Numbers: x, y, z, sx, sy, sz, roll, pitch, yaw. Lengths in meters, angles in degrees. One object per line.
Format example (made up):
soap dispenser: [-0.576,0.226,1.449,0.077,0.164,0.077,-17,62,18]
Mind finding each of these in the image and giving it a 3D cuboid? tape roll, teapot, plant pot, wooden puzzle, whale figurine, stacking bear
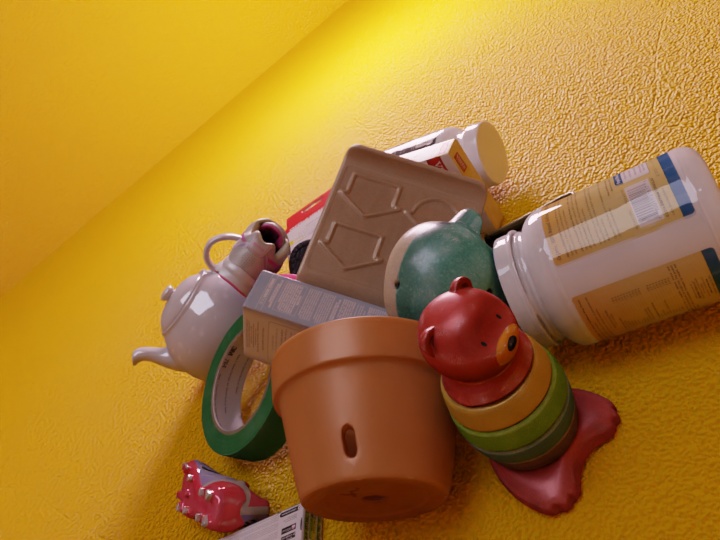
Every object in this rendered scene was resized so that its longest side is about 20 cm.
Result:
tape roll: [-0.140,0.149,0.872,0.200,0.048,0.201,-30,48,39]
teapot: [-0.245,0.066,1.040,0.197,0.146,0.200,-34,26,48]
plant pot: [0.010,0.156,0.637,0.200,0.200,0.140,-24,50,26]
wooden puzzle: [0.040,-0.037,0.793,0.046,0.185,0.200,88,-159,-72]
whale figurine: [0.120,0.016,0.691,0.104,0.200,0.159,13,99,50]
stacking bear: [0.119,0.094,0.558,0.114,0.200,0.121,12,57,51]

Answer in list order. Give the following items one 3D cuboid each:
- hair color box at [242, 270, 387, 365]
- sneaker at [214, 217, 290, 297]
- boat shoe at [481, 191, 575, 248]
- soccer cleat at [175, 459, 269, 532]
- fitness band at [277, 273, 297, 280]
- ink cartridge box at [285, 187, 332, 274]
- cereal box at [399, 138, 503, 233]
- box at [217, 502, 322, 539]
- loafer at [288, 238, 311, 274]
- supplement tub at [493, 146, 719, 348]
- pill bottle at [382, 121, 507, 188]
hair color box: [-0.032,0.080,0.755,0.200,0.099,0.061,18,48,6]
sneaker: [-0.136,-0.031,0.943,0.088,0.081,0.200,-47,11,14]
boat shoe: [0.175,-0.035,0.800,0.200,0.063,0.073,-18,25,23]
soccer cleat: [-0.176,0.277,0.805,0.200,0.076,0.067,-15,64,63]
fitness band: [-0.056,0.055,0.871,0.037,0.144,0.200,-57,22,-17]
ink cartridge box: [-0.050,-0.046,1.007,0.116,0.067,0.200,-33,28,10]
cereal box: [0.085,-0.099,0.938,0.200,0.144,0.040,-10,40,43]
box: [-0.132,0.333,0.691,0.200,0.035,0.110,-29,30,18]
loafer: [0.000,0.000,0.870,0.200,0.071,0.073,5,83,21]
supplement tub: [0.245,-0.014,0.628,0.200,0.145,0.145,-24,32,25]
pill bottle: [0.115,-0.152,1.006,0.200,0.116,0.116,-13,38,38]
